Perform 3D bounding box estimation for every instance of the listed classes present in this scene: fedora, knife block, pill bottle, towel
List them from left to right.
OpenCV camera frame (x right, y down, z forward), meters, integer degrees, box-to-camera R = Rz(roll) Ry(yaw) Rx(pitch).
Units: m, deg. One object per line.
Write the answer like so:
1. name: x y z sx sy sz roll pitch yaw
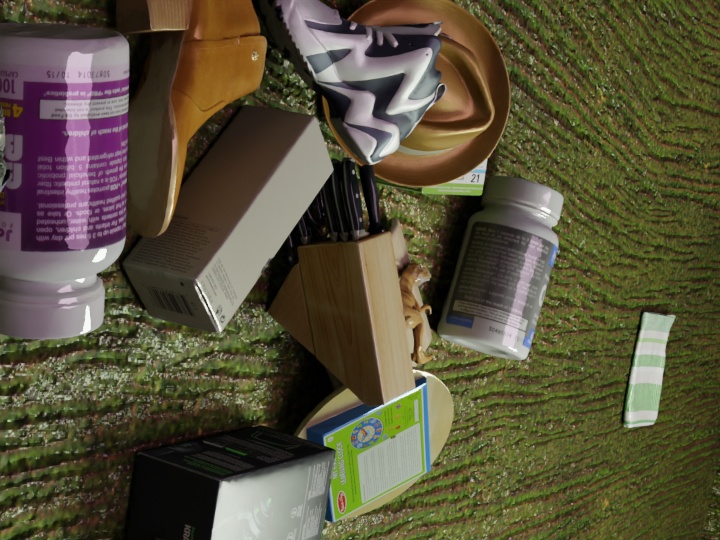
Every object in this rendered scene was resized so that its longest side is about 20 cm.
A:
1. pill bottle: -0.213 -0.061 0.910 0.112 0.112 0.201 -20 117 -57
2. knife block: 0.000 0.000 1.256 0.064 0.200 0.176 -20 148 -56
3. fedora: 0.064 -0.171 1.292 0.200 0.082 0.202 -3 100 -18
4. pill bottle: 0.170 -0.004 1.609 0.114 0.113 0.201 29 76 -60
5. towel: 0.502 0.173 2.360 0.152 0.023 0.201 5 96 -60

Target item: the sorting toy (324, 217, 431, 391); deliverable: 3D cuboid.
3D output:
1. sorting toy: 0.013 0.072 1.448 0.200 0.036 0.186 -60 147 -36

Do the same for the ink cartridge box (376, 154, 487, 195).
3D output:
1. ink cartridge box: 0.081 -0.184 1.419 0.148 0.076 0.201 -5 106 -60

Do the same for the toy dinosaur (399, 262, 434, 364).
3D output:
1. toy dinosaur: 0.039 0.055 1.388 0.200 0.060 0.107 -74 158 -66

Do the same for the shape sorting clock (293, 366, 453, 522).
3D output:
1. shape sorting clock: 0.007 0.178 1.392 0.199 0.039 0.201 -22 134 -24

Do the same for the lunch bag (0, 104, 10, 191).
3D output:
1. lunch bag: -0.296 -0.054 0.754 0.200 0.139 0.168 -46 154 -43

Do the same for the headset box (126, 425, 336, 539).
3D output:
1. headset box: -0.122 0.244 1.208 0.200 0.092 0.175 -5 105 -60

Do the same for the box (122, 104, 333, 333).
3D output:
1. box: -0.107 -0.047 1.136 0.200 0.082 0.069 -56 144 -32

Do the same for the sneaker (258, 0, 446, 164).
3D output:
1. sneaker: 0.005 -0.205 1.190 0.129 0.079 0.199 -37 109 -7

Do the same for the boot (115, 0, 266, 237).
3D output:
1. boot: -0.128 -0.133 1.072 0.144 0.071 0.202 -16 110 -55
